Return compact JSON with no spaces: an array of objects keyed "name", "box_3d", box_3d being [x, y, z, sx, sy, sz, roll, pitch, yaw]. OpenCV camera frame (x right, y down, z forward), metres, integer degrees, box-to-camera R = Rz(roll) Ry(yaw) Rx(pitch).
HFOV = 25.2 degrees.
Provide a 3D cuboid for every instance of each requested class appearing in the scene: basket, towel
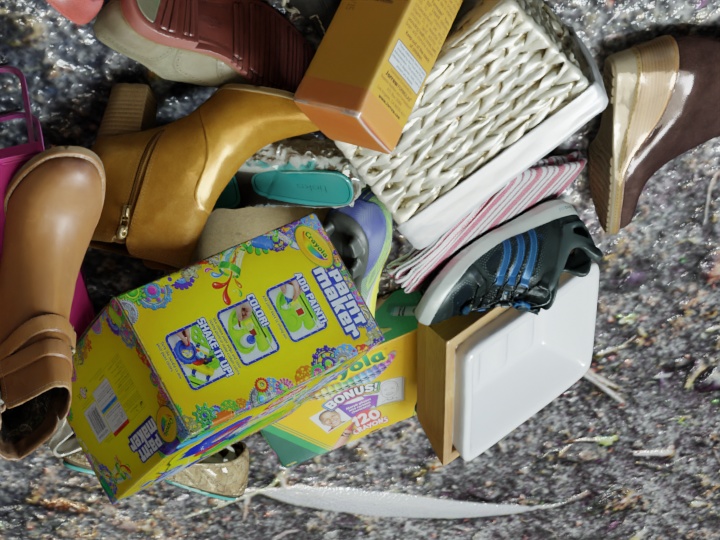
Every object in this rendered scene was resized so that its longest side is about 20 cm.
[{"name":"basket","box_3d":[0.077,-0.141,1.288,0.200,0.136,0.123,-38,115,17]},{"name":"towel","box_3d":[0.116,-0.049,1.420,0.146,0.030,0.200,-47,165,26]}]

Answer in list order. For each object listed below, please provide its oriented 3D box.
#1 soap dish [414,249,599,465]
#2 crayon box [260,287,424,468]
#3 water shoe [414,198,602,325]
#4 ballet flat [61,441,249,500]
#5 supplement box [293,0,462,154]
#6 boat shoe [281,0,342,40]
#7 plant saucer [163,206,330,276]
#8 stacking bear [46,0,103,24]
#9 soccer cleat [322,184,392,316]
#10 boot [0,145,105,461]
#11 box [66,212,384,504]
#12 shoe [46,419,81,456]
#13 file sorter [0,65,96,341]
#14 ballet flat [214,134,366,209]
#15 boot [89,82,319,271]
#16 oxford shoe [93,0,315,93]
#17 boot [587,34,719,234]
[{"name":"soap dish","box_3d":[0.134,0.069,1.509,0.200,0.081,0.158,-33,139,-32]},{"name":"crayon box","box_3d":[-0.010,0.103,1.562,0.199,0.058,0.119,-23,136,3]},{"name":"water shoe","box_3d":[0.136,0.004,1.408,0.199,0.079,0.072,-32,164,-32]},{"name":"ballet flat","box_3d":[-0.196,0.176,1.578,0.199,0.070,0.066,15,99,-33]},{"name":"supplement box","box_3d":[0.028,-0.192,1.202,0.069,0.066,0.201,39,72,-53]},{"name":"boat shoe","box_3d":[-0.042,-0.232,1.218,0.060,0.074,0.201,-16,133,-3]},{"name":"plant saucer","box_3d":[-0.081,-0.011,1.444,0.199,0.036,0.201,-10,135,-10]},{"name":"stacking bear","box_3d":[-0.150,-0.274,1.121,0.199,0.114,0.121,-36,134,10]},{"name":"soccer cleat","box_3d":[0.001,0.000,1.415,0.084,0.065,0.201,-46,159,-30]},{"name":"boot","box_3d":[-0.231,0.024,1.160,0.076,0.156,0.200,18,125,-30]},{"name":"box","box_3d":[-0.121,0.072,1.302,0.192,0.123,0.200,-25,171,-32]},{"name":"shoe","box_3d":[-0.207,0.122,1.517,0.199,0.054,0.070,-20,136,1]},{"name":"file sorter","box_3d":[-0.301,-0.042,1.275,0.138,0.126,0.201,-13,135,-5]},{"name":"ballet flat","box_3d":[-0.091,-0.087,1.339,0.198,0.072,0.072,4,135,5]},{"name":"boot","box_3d":[-0.121,-0.069,1.258,0.200,0.145,0.071,4,168,15]},{"name":"oxford shoe","box_3d":[-0.117,-0.176,1.266,0.199,0.071,0.075,22,150,-37]},{"name":"boot","box_3d":[0.293,-0.121,1.439,0.165,0.073,0.201,-7,131,-9]}]
